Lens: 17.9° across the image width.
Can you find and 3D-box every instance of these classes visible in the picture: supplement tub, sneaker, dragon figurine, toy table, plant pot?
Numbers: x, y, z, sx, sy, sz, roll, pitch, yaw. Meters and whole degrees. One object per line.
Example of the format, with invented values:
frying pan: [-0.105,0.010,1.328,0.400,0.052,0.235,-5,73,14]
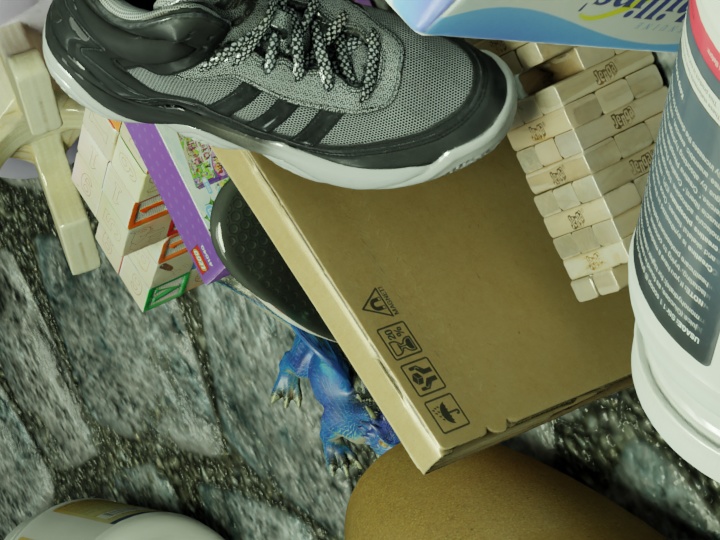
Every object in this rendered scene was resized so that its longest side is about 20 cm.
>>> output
supplement tub: [0.168,-0.028,0.781,0.140,0.140,0.200,47,148,32]
supplement tub: [-0.178,0.237,1.629,0.200,0.144,0.145,-1,111,62]
sneaker: [0.000,0.001,1.082,0.108,0.201,0.067,18,89,62]
dragon figurine: [-0.012,0.044,1.258,0.200,0.059,0.100,56,152,33]
toy table: [-0.194,-0.094,1.376,0.117,0.183,0.200,64,-179,36]
plant pot: [0.069,0.169,1.113,0.200,0.186,0.187,-130,28,-55]
sneaker: [-0.035,-0.094,0.916,0.114,0.199,0.076,91,-169,-70]

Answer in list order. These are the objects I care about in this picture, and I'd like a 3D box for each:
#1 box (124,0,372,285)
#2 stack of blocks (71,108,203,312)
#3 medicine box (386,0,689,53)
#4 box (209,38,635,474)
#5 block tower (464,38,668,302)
box: [-0.059,-0.110,1.133,0.201,0.137,0.039,64,155,5]
stack of blocks: [-0.096,-0.057,1.271,0.059,0.115,0.200,56,152,18]
medicine box: [0.046,-0.181,0.810,0.103,0.182,0.200,-50,64,28]
box: [0.035,-0.019,1.011,0.200,0.163,0.021,57,137,17]
block tower: [0.086,-0.092,0.977,0.201,0.058,0.054,65,154,-2]
